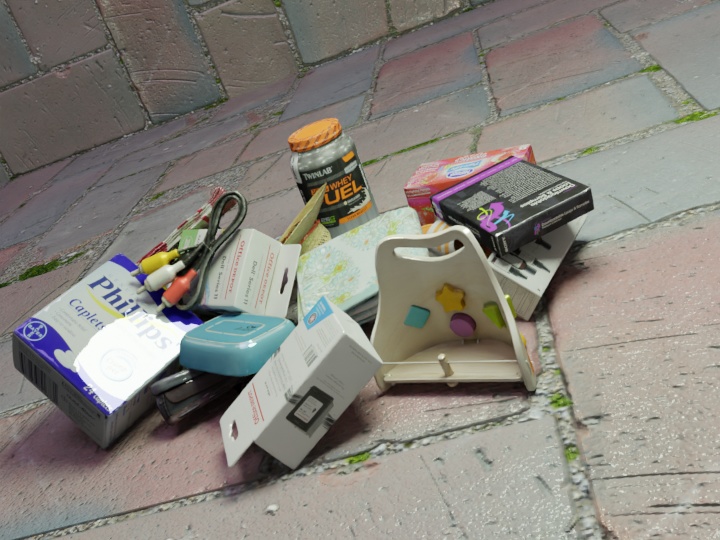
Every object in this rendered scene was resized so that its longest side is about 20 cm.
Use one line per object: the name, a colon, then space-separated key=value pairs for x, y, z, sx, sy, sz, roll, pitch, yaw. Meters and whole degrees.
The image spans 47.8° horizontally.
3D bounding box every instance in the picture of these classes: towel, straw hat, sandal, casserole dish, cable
towel: x=-0.283 y=-0.055 z=1.304 sx=0.200 sy=0.023 sz=0.144 roll=-43 pitch=1 yaw=-3
straw hat: x=-0.082 y=-0.034 z=1.282 sx=0.202 sy=0.085 sz=0.201 roll=-51 pitch=8 yaw=10
sandal: x=0.157 y=-0.036 z=1.116 sx=0.078 sy=0.060 sz=0.205 roll=-28 pitch=41 yaw=-31
towel: x=0.000 y=0.000 z=1.123 sx=0.197 sy=0.049 sz=0.173 roll=-25 pitch=36 yaw=10
casserole dish: x=-0.162 y=0.092 z=1.068 sx=0.198 sy=0.040 sz=0.120 roll=3 pitch=22 yaw=46
cable: x=-0.225 y=-0.020 z=1.130 sx=0.199 sy=0.098 sz=0.050 roll=-41 pitch=-8 yaw=10

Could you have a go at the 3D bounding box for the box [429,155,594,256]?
box: x=0.194 y=-0.090 z=1.074 sx=0.141 sy=0.037 sz=0.200 roll=-26 pitch=24 yaw=-10

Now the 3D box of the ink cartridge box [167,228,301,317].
ink cartridge box: x=-0.186 y=0.004 z=1.175 sx=0.197 sy=0.067 sz=0.120 roll=1 pitch=73 yaw=38

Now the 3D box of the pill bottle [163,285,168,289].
pill bottle: x=-0.343 y=0.086 z=1.303 sx=0.103 sy=0.106 sz=0.200 roll=1 pitch=33 yaw=42

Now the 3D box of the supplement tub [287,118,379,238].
supplement tub: x=-0.049 y=-0.154 z=1.424 sx=0.120 sy=0.203 sz=0.123 roll=-18 pitch=24 yaw=8

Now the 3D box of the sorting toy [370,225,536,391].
sorting toy: x=0.097 y=0.037 z=0.925 sx=0.197 sy=0.183 sz=0.107 roll=-5 pitch=28 yaw=33

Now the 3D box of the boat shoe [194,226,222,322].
boat shoe: x=-0.220 y=0.019 z=1.294 sx=0.072 sy=0.074 sz=0.204 roll=-16 pitch=62 yaw=23

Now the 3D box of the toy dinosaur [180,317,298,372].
toy dinosaur: x=-0.185 y=0.102 z=1.189 sx=0.197 sy=0.048 sz=0.088 roll=-24 pitch=12 yaw=-19

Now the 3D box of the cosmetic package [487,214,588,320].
cosmetic package: x=0.227 y=-0.027 z=1.063 sx=0.082 sy=0.051 sz=0.200 roll=32 pitch=45 yaw=10

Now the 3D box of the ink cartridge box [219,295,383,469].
ink cartridge box: x=-0.073 y=0.142 z=0.944 sx=0.201 sy=0.066 sz=0.116 roll=-50 pitch=24 yaw=5

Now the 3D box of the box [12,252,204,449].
box: x=-0.350 y=0.108 z=1.146 sx=0.200 sy=0.183 sz=0.106 roll=-45 pitch=-12 yaw=-40

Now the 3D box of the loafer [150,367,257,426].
loafer: x=-0.183 y=0.149 z=1.103 sx=0.197 sy=0.064 sz=0.072 roll=-19 pitch=-6 yaw=-22

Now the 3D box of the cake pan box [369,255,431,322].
cake pan box: x=0.028 y=0.008 z=1.210 sx=0.197 sy=0.053 sz=0.184 roll=-6 pitch=27 yaw=33

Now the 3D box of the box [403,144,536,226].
box: x=0.179 y=-0.121 z=1.283 sx=0.196 sy=0.101 sz=0.096 roll=-6 pitch=28 yaw=32
